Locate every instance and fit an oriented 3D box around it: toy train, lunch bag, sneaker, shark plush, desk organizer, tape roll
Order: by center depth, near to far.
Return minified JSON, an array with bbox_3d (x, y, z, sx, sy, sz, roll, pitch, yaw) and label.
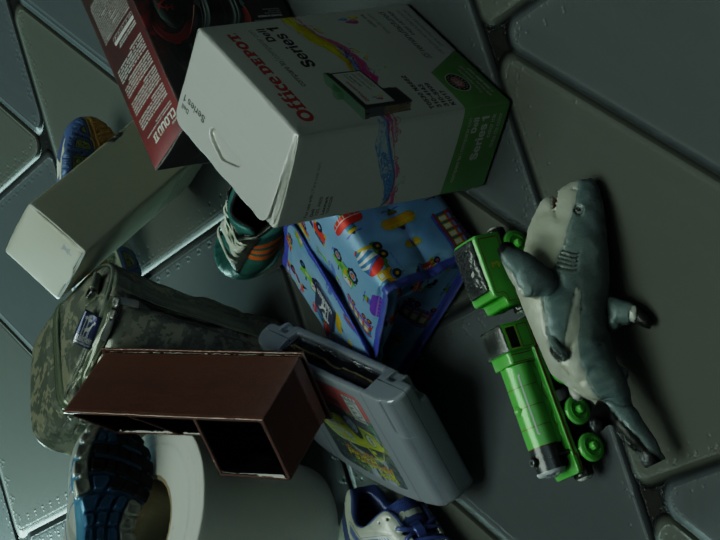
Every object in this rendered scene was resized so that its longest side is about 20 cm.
[{"bbox_3d":[0.163,0.038,1.368,0.091,0.083,0.201,54,-167,-66],"label":"shark plush"},{"bbox_3d":[0.122,0.062,1.446,0.042,0.056,0.201,-35,71,52],"label":"toy train"},{"bbox_3d":[-0.134,0.115,1.587,0.199,0.077,0.072,0,129,30],"label":"desk organizer"},{"bbox_3d":[0.042,0.232,1.588,0.200,0.075,0.089,15,111,51],"label":"sneaker"},{"bbox_3d":[0.000,0.000,1.588,0.151,0.094,0.200,55,151,24],"label":"lunch bag"},{"bbox_3d":[-0.223,0.220,1.636,0.087,0.075,0.201,-44,37,45],"label":"sneaker"},{"bbox_3d":[-0.130,0.245,1.677,0.203,0.139,0.204,-37,41,42],"label":"tape roll"},{"bbox_3d":[-0.091,-0.048,1.688,0.200,0.080,0.072,-44,64,50],"label":"sneaker"},{"bbox_3d":[-0.181,0.082,1.743,0.168,0.199,0.140,-50,32,36],"label":"lunch bag"},{"bbox_3d":[-0.273,-0.050,1.935,0.088,0.075,0.201,4,101,54],"label":"sneaker"}]

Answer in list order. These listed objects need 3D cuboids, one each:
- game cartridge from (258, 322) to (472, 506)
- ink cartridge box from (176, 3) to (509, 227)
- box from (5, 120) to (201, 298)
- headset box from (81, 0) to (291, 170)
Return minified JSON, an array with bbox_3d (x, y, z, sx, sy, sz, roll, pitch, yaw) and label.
[{"bbox_3d":[0.003,0.119,1.594,0.200,0.041,0.133,21,150,52],"label":"game cartridge"},{"bbox_3d":[-0.014,-0.119,1.460,0.145,0.199,0.084,48,135,35],"label":"ink cartridge box"},{"bbox_3d":[-0.222,-0.067,1.760,0.068,0.200,0.082,41,136,4],"label":"box"},{"bbox_3d":[-0.126,-0.176,1.644,0.075,0.148,0.201,-48,60,49],"label":"headset box"}]
